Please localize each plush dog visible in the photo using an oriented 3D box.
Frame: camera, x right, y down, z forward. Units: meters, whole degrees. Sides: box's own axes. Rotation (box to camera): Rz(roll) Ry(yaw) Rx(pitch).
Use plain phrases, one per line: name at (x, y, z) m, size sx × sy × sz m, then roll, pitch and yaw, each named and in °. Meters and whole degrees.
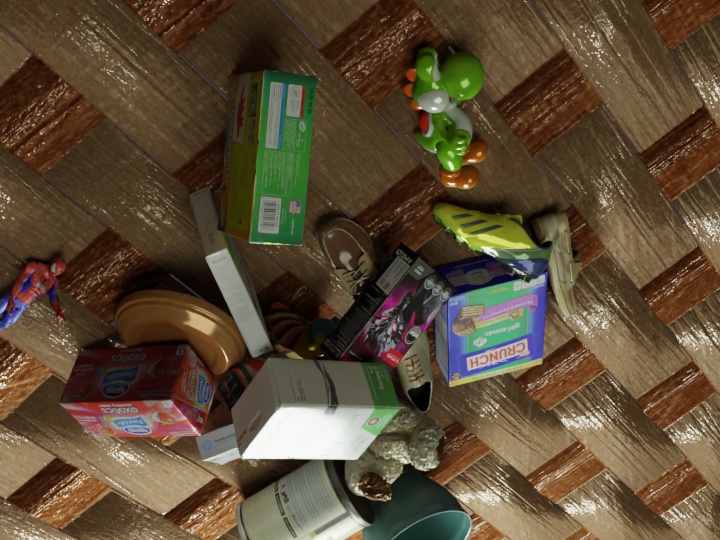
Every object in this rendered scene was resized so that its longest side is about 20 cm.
plush dog at (0.034, 0.297, 1.861) m, size 0.159 × 0.200 × 0.173 m, roll 33°, pitch 88°, yaw -5°

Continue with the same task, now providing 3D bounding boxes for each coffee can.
coffee can at (-0.095, 0.416, 1.924) m, size 0.198 × 0.147 × 0.147 m, roll -31°, pitch 132°, yaw 8°

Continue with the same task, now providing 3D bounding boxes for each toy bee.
toy bee at (-0.066, 0.128, 1.706) m, size 0.197 × 0.111 × 0.131 m, roll 15°, pitch 161°, yaw -5°

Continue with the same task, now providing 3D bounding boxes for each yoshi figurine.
yoshi figurine at (0.135, -0.215, 1.516) m, size 0.111 × 0.112 × 0.202 m, roll -33°, pitch 131°, yaw -11°

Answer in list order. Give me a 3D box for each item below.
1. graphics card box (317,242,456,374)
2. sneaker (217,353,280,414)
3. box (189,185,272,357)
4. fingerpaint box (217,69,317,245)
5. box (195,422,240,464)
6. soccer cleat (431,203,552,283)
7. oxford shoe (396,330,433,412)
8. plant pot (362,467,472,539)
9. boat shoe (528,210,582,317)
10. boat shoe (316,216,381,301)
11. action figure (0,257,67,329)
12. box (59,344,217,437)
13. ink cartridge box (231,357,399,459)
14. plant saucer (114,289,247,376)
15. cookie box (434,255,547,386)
graphics card box at (0.042, 0.070, 1.658) m, size 0.201 × 0.051 × 0.125 m, roll -52°, pitch 139°, yaw 1°
sneaker at (-0.159, 0.175, 1.713) m, size 0.092 × 0.071 × 0.200 m, roll -27°, pitch 170°, yaw -18°
box at (-0.179, 0.003, 1.554) m, size 0.036 × 0.145 × 0.202 m, roll -20°, pitch 132°, yaw -3°
fingerpaint box at (-0.117, -0.140, 1.390) m, size 0.072 × 0.166 × 0.204 m, roll 4°, pitch 95°, yaw -21°
box at (-0.168, 0.260, 1.768) m, size 0.153 × 0.042 × 0.200 m, roll -20°, pitch 168°, yaw -2°
soccer cleat at (0.198, -0.059, 1.674) m, size 0.198 × 0.065 × 0.085 m, roll 29°, pitch 97°, yaw -12°
oxford shoe at (0.088, 0.146, 1.811) m, size 0.070 × 0.074 × 0.202 m, roll -21°, pitch 132°, yaw -1°
plant pot at (0.083, 0.442, 2.004) m, size 0.197 × 0.135 × 0.202 m, roll -19°, pitch 140°, yaw -17°
boat shoe at (0.321, -0.007, 1.768) m, size 0.064 × 0.072 × 0.202 m, roll -23°, pitch 131°, yaw 2°
boat shoe at (0.000, 0.000, 1.661) m, size 0.075 × 0.072 × 0.200 m, roll -31°, pitch 131°, yaw 8°
action figure at (-0.474, 0.062, 1.536) m, size 0.199 × 0.100 × 0.065 m, roll -40°, pitch 131°, yaw 12°
box at (-0.321, 0.177, 1.627) m, size 0.197 × 0.097 × 0.100 m, roll -4°, pitch 141°, yaw 24°
ink cartridge box at (-0.066, 0.199, 1.602) m, size 0.197 × 0.085 × 0.146 m, roll 6°, pitch 139°, yaw -32°
plant saucer at (-0.262, 0.100, 1.617) m, size 0.196 × 0.038 × 0.202 m, roll 9°, pitch 144°, yaw 6°
cookie box at (0.207, 0.076, 1.794) m, size 0.168 × 0.076 × 0.202 m, roll -14°, pitch 132°, yaw -9°
